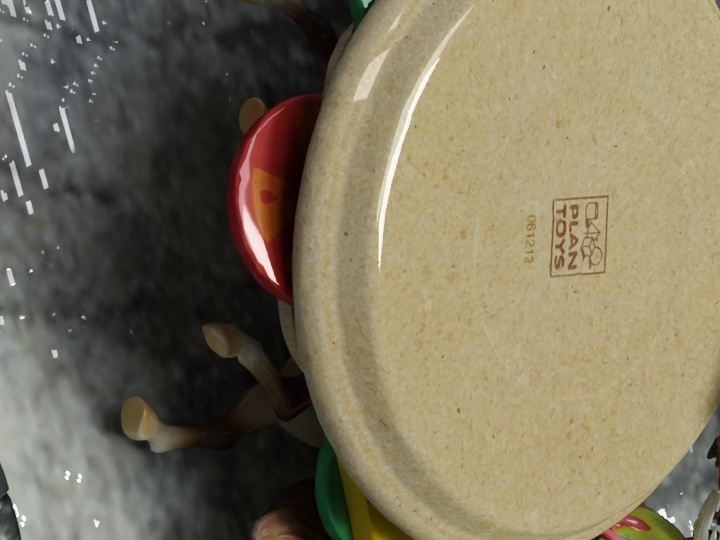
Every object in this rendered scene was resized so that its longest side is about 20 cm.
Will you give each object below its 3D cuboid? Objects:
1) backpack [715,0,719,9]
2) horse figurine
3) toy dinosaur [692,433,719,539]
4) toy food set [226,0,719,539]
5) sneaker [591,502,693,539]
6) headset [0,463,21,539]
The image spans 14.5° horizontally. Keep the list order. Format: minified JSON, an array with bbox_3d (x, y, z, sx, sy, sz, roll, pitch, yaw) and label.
[{"bbox_3d":[0.149,-0.164,0.963,0.191,0.200,0.154,52,44,3],"label":"backpack"},{"bbox_3d":[0.000,0.000,0.847,0.132,0.050,0.201,14,88,-46],"label":"horse figurine"},{"bbox_3d":[0.167,0.023,0.901,0.200,0.102,0.136,-46,153,0],"label":"toy dinosaur"},{"bbox_3d":[0.046,-0.014,0.822,0.197,0.048,0.201,-25,114,-38],"label":"toy food set"},{"bbox_3d":[0.062,0.108,0.889,0.200,0.078,0.091,17,69,-52],"label":"sneaker"},{"bbox_3d":[-0.157,0.054,0.705,0.124,0.093,0.201,-48,129,-43],"label":"headset"}]
